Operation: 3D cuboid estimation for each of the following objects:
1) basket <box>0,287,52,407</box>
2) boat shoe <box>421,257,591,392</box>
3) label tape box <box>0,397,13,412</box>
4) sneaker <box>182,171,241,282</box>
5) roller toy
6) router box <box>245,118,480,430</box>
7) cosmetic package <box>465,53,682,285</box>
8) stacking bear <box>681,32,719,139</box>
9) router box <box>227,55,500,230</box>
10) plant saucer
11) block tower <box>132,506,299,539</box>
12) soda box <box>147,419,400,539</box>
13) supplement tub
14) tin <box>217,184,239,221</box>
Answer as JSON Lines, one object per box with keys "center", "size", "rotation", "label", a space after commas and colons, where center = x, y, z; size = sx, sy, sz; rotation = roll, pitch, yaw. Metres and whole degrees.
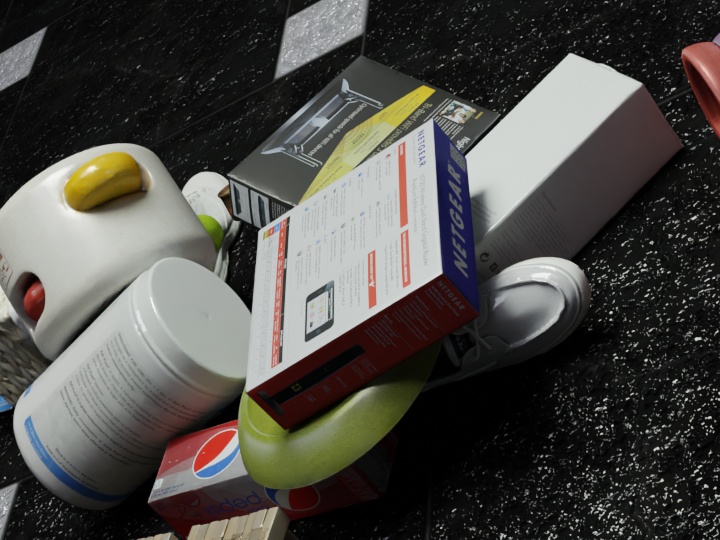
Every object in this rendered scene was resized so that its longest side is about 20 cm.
{"center": [-0.309, 0.030, 1.651], "size": [0.123, 0.136, 0.201], "rotation": [-25, 35, 30], "label": "basket"}
{"center": [0.080, 0.048, 1.246], "size": [0.198, 0.073, 0.068], "rotation": [-18, 6, 32], "label": "boat shoe"}
{"center": [-0.401, 0.067, 1.765], "size": [0.142, 0.066, 0.201], "rotation": [-17, 38, 34], "label": "label tape box"}
{"center": [-0.171, -0.050, 1.639], "size": [0.075, 0.089, 0.201], "rotation": [-29, 33, 20], "label": "sneaker"}
{"center": [-0.235, -0.019, 1.467], "size": [0.182, 0.200, 0.140], "rotation": [-38, 73, 10], "label": "roller toy"}
{"center": [0.000, 0.000, 1.237], "size": [0.179, 0.049, 0.201], "rotation": [-31, 31, 22], "label": "router box"}
{"center": [0.149, -0.073, 1.337], "size": [0.200, 0.081, 0.113], "rotation": [-42, 32, -4], "label": "cosmetic package"}
{"center": [0.350, -0.169, 1.219], "size": [0.199, 0.114, 0.122], "rotation": [-31, 33, 6], "label": "stacking bear"}
{"center": [0.006, -0.092, 1.435], "size": [0.156, 0.053, 0.200], "rotation": [26, 52, 26], "label": "router box"}
{"center": [-0.024, 0.075, 1.254], "size": [0.199, 0.031, 0.201], "rotation": [-32, 30, 21], "label": "plant saucer"}
{"center": [-0.131, 0.237, 1.280], "size": [0.199, 0.058, 0.054], "rotation": [-19, 38, 35], "label": "block tower"}
{"center": [-0.069, 0.156, 1.304], "size": [0.198, 0.064, 0.070], "rotation": [-18, 36, 31], "label": "soda box"}
{"center": [-0.191, 0.099, 1.402], "size": [0.200, 0.131, 0.133], "rotation": [-41, 29, 26], "label": "supplement tub"}
{"center": [-0.045, -0.109, 1.574], "size": [0.199, 0.042, 0.112], "rotation": [-33, 15, -12], "label": "tin"}
